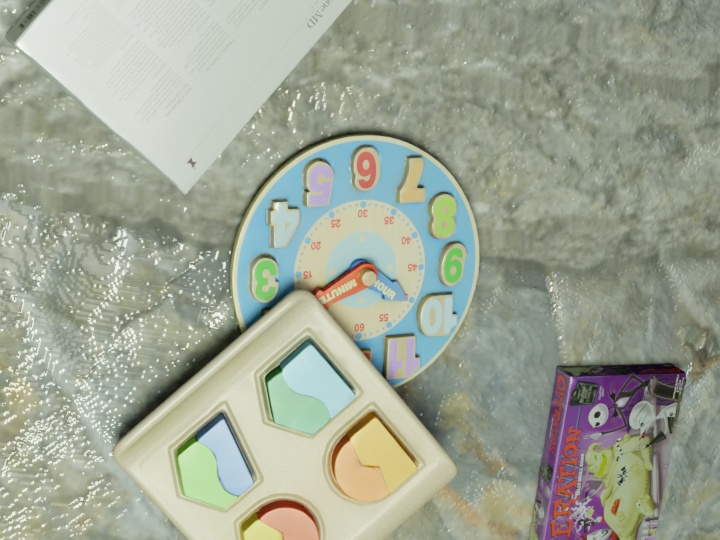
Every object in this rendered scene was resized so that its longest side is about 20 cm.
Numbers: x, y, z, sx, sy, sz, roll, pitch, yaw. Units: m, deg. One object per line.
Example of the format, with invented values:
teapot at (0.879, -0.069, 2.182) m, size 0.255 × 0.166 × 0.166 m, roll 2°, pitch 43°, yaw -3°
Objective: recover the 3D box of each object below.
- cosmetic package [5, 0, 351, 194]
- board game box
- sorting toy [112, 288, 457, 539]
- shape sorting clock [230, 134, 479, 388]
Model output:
cosmetic package at (-0.109, -0.175, 0.873) m, size 0.151 × 0.052 × 0.200 m, roll 42°, pitch 87°, yaw -26°
board game box at (0.209, 0.179, 1.144) m, size 0.119 × 0.032 × 0.201 m, roll 1°, pitch 106°, yaw -20°
sorting toy at (-0.050, 0.142, 0.966) m, size 0.185 × 0.036 × 0.200 m, roll -40°, pitch 109°, yaw -2°
shape sorting clock at (0.000, 0.000, 0.985) m, size 0.199 × 0.039 × 0.201 m, roll -8°, pitch 110°, yaw -22°
